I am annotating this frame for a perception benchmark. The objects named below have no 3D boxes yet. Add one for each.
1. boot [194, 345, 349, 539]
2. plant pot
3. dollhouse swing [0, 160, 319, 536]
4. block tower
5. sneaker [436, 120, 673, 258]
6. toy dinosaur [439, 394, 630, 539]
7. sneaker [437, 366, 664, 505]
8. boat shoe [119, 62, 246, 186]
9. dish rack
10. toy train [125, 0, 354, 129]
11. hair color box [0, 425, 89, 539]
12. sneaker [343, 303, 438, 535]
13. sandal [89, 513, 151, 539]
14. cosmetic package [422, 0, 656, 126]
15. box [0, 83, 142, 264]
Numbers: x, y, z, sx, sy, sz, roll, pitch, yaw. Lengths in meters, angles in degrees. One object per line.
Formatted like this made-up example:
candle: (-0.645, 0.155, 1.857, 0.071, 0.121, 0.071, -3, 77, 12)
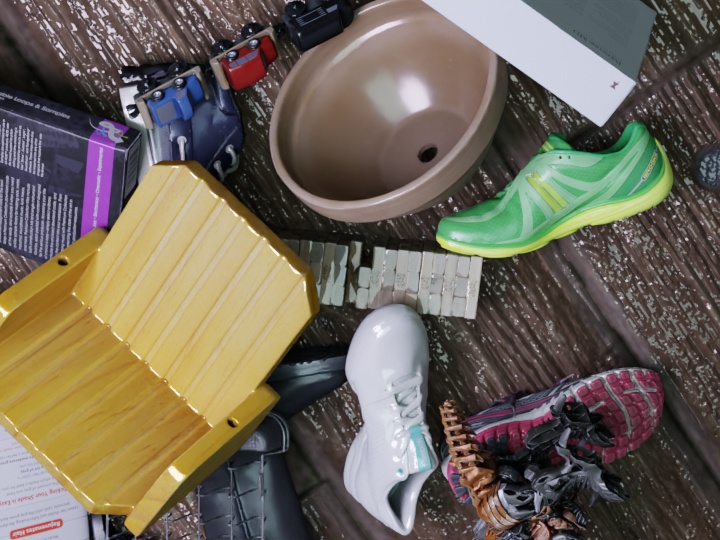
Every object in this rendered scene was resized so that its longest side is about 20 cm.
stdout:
boot: (-0.065, 0.173, 1.485, 0.164, 0.066, 0.201, -10, 97, 15)
plant pot: (0.035, -0.113, 1.385, 0.200, 0.201, 0.093, -34, 138, 10)
dollhouse swing: (-0.162, 0.049, 1.319, 0.200, 0.182, 0.176, 43, 138, 8)
block tower: (0.000, 0.000, 1.453, 0.199, 0.058, 0.054, 6, 102, 4)
sneaker: (0.151, -0.067, 1.423, 0.199, 0.074, 0.084, -20, 103, -2)
toy dinosaur: (0.136, 0.175, 1.392, 0.136, 0.102, 0.200, -36, 138, 19)
sneaker: (0.158, 0.123, 1.464, 0.199, 0.075, 0.081, -19, 115, -6)
boat shoe: (-0.133, -0.076, 1.435, 0.092, 0.075, 0.201, -11, 102, -1)
dish rack: (-0.139, 0.214, 1.437, 0.153, 0.055, 0.201, 2, 94, 12)
toy train: (-0.093, -0.165, 1.385, 0.199, 0.046, 0.034, -29, 140, -10)
hair color box: (-0.282, 0.193, 1.452, 0.101, 0.061, 0.201, -10, 104, -33)
sneaker: (0.035, 0.125, 1.433, 0.075, 0.089, 0.201, -12, 124, -23)
sandal: (-0.183, 0.276, 1.517, 0.045, 0.075, 0.201, -23, 107, 1)
cosmetic package: (0.128, -0.212, 1.349, 0.200, 0.151, 0.052, 35, 120, -4)
box: (-0.278, -0.080, 1.419, 0.199, 0.036, 0.143, 19, 129, 7)
